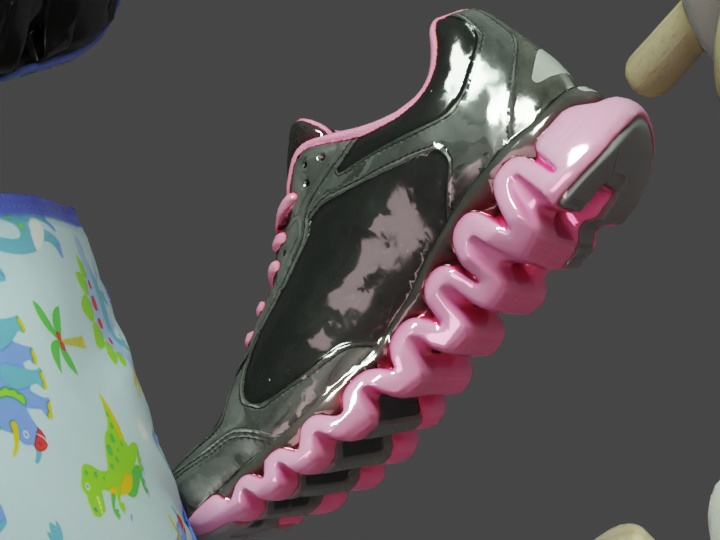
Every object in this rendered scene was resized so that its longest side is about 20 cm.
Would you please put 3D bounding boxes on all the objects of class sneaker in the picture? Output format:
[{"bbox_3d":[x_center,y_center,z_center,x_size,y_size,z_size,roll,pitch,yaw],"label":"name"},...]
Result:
[{"bbox_3d":[0.000,0.000,0.923,0.200,0.079,0.095,-47,73,8],"label":"sneaker"}]

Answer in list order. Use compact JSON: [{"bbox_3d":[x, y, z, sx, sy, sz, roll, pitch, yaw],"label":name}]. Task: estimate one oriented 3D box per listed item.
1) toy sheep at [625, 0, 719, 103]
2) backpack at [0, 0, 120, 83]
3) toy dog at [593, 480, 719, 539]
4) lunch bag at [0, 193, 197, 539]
[{"bbox_3d":[0.153,-0.107,0.848,0.137,0.201,0.138,16,140,14],"label":"toy sheep"},{"bbox_3d":[-0.148,-0.153,0.843,0.146,0.183,0.201,-1,98,26],"label":"backpack"},{"bbox_3d":[0.137,0.113,0.885,0.132,0.200,0.096,43,82,-30],"label":"toy dog"},{"bbox_3d":[-0.127,0.071,0.837,0.127,0.199,0.171,-24,83,39],"label":"lunch bag"}]
